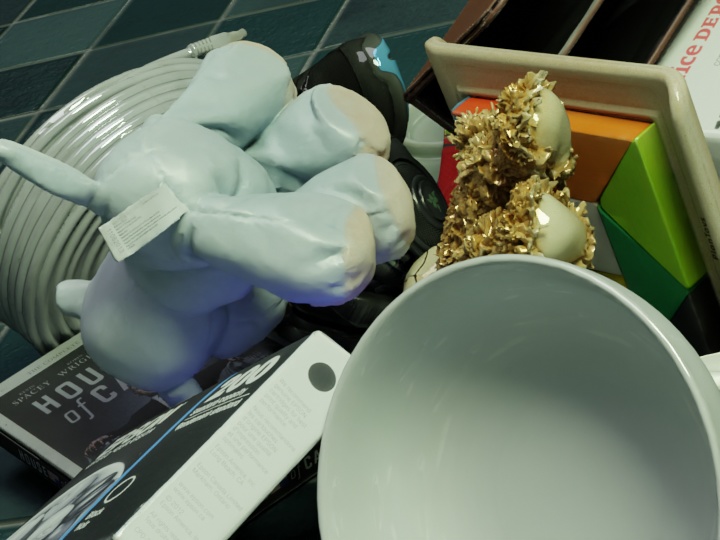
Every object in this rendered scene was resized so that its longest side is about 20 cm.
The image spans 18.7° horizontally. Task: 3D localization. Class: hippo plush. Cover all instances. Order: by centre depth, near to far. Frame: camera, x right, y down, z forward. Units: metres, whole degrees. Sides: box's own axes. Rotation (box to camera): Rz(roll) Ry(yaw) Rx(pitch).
[{"bbox_3d":[-0.071,0.003,1.090,0.159,0.161,0.200,37,43,20],"label":"hippo plush"}]

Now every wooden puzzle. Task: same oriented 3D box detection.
[{"bbox_3d":[0.116,-0.024,1.084,0.037,0.185,0.200,-36,30,-23],"label":"wooden puzzle"}]

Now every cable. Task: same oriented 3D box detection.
[{"bbox_3d":[-0.134,-0.032,1.289,0.200,0.200,0.069,-25,56,-39],"label":"cable"}]

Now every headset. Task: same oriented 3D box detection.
[{"bbox_3d":[0.000,0.000,1.162,0.200,0.124,0.094,40,22,19],"label":"headset"}]

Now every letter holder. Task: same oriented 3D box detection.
[{"bbox_3d":[0.133,-0.161,1.186,0.200,0.101,0.142,-56,5,-22],"label":"letter holder"}]

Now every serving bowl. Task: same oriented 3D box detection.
[{"bbox_3d":[0.078,0.094,0.906,0.200,0.200,0.066,1,0,37],"label":"serving bowl"}]

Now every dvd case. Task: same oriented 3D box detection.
[{"bbox_3d":[-0.102,0.077,1.194,0.150,0.025,0.200,-34,38,-27],"label":"dvd case"}]

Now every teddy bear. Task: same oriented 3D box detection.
[{"bbox_3d":[0.060,-0.012,1.013,0.067,0.145,0.200,-4,-6,-8],"label":"teddy bear"}]

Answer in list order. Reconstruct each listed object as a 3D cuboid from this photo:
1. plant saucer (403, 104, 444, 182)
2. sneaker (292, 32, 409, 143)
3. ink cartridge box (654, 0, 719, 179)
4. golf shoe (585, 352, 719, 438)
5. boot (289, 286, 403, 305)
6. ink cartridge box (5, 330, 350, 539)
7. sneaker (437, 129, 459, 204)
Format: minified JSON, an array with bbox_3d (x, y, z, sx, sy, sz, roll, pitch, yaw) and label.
[{"bbox_3d":[0.077,-0.084,1.397,0.200,0.050,0.200,-17,25,8],"label":"plant saucer"},{"bbox_3d":[-0.036,-0.082,1.368,0.082,0.073,0.200,-15,-15,-30],"label":"sneaker"},{"bbox_3d":[0.259,-0.083,1.168,0.200,0.086,0.148,9,48,30],"label":"ink cartridge box"},{"bbox_3d":[0.139,0.074,0.966,0.200,0.078,0.097,-14,-5,29],"label":"golf shoe"},{"bbox_3d":[0.003,0.018,1.251,0.200,0.074,0.075,5,63,37],"label":"boot"},{"bbox_3d":[-0.084,0.093,1.016,0.200,0.043,0.198,-42,9,-37],"label":"ink cartridge box"},{"bbox_3d":[0.076,-0.084,1.289,0.077,0.085,0.200,-3,57,6],"label":"sneaker"}]
